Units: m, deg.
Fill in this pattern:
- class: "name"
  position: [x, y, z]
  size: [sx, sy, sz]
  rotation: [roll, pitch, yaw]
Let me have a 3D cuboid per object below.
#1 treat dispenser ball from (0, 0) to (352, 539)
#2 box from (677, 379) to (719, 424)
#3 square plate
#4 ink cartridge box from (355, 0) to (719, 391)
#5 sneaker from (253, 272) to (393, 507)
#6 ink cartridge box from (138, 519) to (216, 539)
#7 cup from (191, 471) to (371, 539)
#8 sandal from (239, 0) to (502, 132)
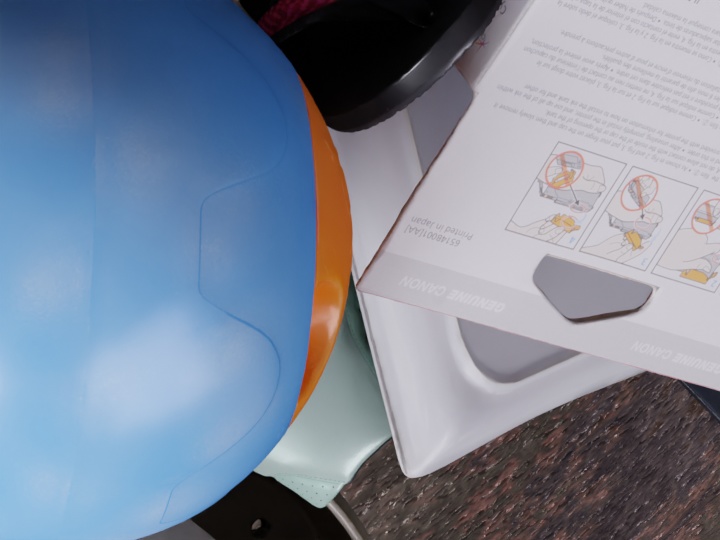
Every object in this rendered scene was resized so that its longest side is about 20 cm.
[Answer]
- class: "treat dispenser ball"
  position: [-0.103, -0.008, 0.897]
  size: [0.201, 0.201, 0.201]
  rotation: [-33, 155, -18]
- class: "box"
  position: [0.259, 0.010, 1.367]
  size: [0.200, 0.197, 0.124]
  rotation: [-46, 157, 11]
- class: "square plate"
  position: [0.063, -0.036, 1.122]
  size: [0.028, 0.199, 0.200]
  rotation: [-8, -172, 40]
- class: "ink cartridge box"
  position: [0.109, -0.053, 0.993]
  size: [0.199, 0.045, 0.177]
  rotation: [16, 118, -37]
- class: "sneaker"
  position: [0.000, 0.000, 1.118]
  size: [0.201, 0.118, 0.074]
  rotation: [-57, -170, -17]
- class: "ink cartridge box"
  position: [-0.101, 0.222, 1.173]
  size: [0.200, 0.146, 0.085]
  rotation: [-51, -179, 9]
- class: "cup"
  position: [-0.073, 0.157, 1.274]
  size: [0.200, 0.200, 0.143]
  rotation: [-46, 180, 12]
- class: "sandal"
  position: [-0.010, -0.100, 0.955]
  size: [0.075, 0.200, 0.045]
  rotation: [-44, 115, -2]
